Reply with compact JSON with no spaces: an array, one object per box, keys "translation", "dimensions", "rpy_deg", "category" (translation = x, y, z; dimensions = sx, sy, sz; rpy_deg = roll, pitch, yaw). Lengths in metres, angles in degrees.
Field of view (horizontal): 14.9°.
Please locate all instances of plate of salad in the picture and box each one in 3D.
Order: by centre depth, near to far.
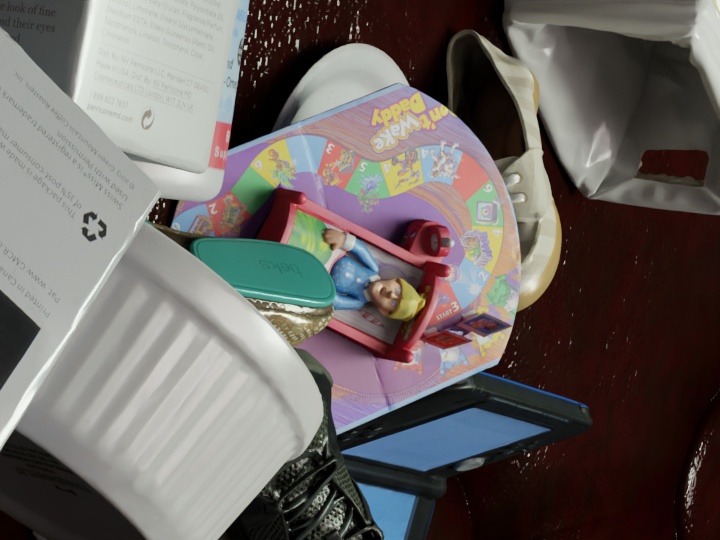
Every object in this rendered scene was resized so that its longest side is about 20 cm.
[{"translation":[-0.003,-0.021,1.487],"dimensions":[0.200,0.048,0.201],"rpy_deg":[-30,125,-56],"category":"plate of salad"}]

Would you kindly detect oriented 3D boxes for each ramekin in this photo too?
[{"translation":[-0.122,0.044,1.139],"dimensions":[0.094,0.202,0.203],"rpy_deg":[-56,145,-19],"category":"ramekin"}]

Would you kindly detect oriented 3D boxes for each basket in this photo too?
[{"translation":[0.188,-0.141,1.715],"dimensions":[0.124,0.135,0.200],"rpy_deg":[-68,150,-26],"category":"basket"}]

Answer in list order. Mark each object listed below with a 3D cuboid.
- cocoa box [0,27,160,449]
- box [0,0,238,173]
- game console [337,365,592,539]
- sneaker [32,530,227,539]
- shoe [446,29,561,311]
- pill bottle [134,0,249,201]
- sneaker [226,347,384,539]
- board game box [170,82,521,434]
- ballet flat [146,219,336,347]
[{"translation":[-0.198,-0.033,0.946],"dimensions":[0.200,0.131,0.134],"rpy_deg":[45,54,-20],"category":"cocoa box"},{"translation":[-0.130,-0.152,1.094],"dimensions":[0.106,0.151,0.201],"rpy_deg":[16,85,-61],"category":"box"},{"translation":[0.032,0.141,1.539],"dimensions":[0.200,0.170,0.119],"rpy_deg":[19,55,-62],"category":"game console"},{"translation":[-0.105,0.122,1.328],"dimensions":[0.099,0.077,0.201],"rpy_deg":[-55,152,-52],"category":"sneaker"},{"translation":[0.071,-0.057,1.554],"dimensions":[0.201,0.070,0.053],"rpy_deg":[-92,157,-45],"category":"shoe"},{"translation":[-0.100,-0.135,1.201],"dimensions":[0.109,0.108,0.201],"rpy_deg":[4,95,-62],"category":"pill bottle"},{"translation":[-0.020,0.117,1.325],"dimensions":[0.076,0.114,0.200],"rpy_deg":[-33,152,-17],"category":"sneaker"},{"translation":[0.000,0.000,1.388],"dimensions":[0.199,0.039,0.159],"rpy_deg":[-22,103,-22],"category":"board game box"},{"translation":[-0.098,0.011,1.285],"dimensions":[0.199,0.071,0.065],"rpy_deg":[17,127,-39],"category":"ballet flat"}]
